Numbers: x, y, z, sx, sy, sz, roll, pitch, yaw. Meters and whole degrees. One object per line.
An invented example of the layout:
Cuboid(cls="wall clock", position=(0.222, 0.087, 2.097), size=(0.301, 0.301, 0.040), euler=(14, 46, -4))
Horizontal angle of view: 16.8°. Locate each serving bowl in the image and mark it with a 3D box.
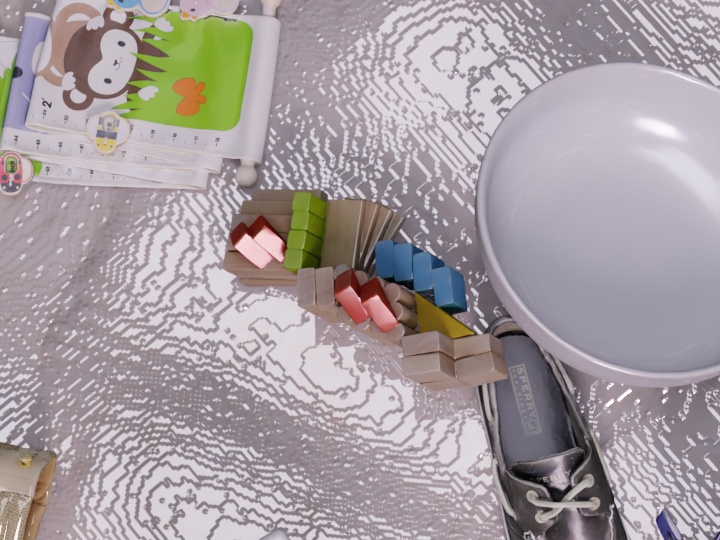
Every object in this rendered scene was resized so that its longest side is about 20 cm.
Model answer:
Cuboid(cls="serving bowl", position=(0.157, -0.018, 1.410), size=(0.200, 0.066, 0.200), euler=(5, 64, -10))

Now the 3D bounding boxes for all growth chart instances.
Cuboid(cls="growth chart", position=(-0.146, -0.112, 1.486), size=(0.200, 0.018, 0.145), euler=(-2, 78, 2))

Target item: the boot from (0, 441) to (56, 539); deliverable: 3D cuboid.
Cuboid(cls="boot", position=(-0.252, 0.089, 1.422), size=(0.155, 0.073, 0.200), euler=(7, 81, 5))

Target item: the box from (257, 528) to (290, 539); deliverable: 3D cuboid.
Cuboid(cls="box", position=(-0.028, 0.257, 1.334), size=(0.106, 0.152, 0.200), euler=(-33, 78, -3))

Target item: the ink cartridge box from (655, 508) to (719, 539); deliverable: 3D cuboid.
Cuboid(cls="ink cartridge box", position=(0.240, 0.204, 1.337), size=(0.200, 0.136, 0.076), euler=(30, 80, 9))

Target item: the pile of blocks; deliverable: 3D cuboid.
Cuboid(cls="pile of blocks", position=(0.000, 0.000, 1.401), size=(0.200, 0.062, 0.082), euler=(29, 90, 27))

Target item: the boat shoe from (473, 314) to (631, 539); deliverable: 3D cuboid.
Cuboid(cls="boat shoe", position=(0.108, 0.123, 1.398), size=(0.071, 0.064, 0.200), euler=(-20, 78, 0))
